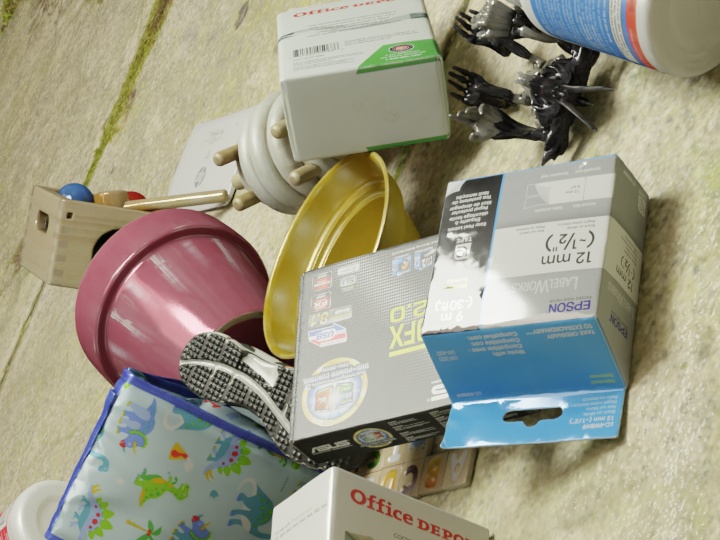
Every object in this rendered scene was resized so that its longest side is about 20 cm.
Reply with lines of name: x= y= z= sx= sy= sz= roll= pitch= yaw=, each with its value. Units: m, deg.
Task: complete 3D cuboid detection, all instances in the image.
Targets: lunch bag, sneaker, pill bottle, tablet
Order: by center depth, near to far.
pill bottle: x=0.187 y=-0.220 z=1.328 sx=0.200 sy=0.112 sz=0.113 roll=28 pitch=93 yaw=49
sneaker: x=-0.063 y=0.113 z=1.552 sx=0.200 sy=0.080 sz=0.074 roll=31 pitch=95 yaw=29
lunch bag: x=-0.159 y=0.197 z=1.577 sx=0.171 sy=0.200 sz=0.127 roll=-64 pitch=25 yaw=3
pill bottle: x=-0.380 y=0.327 z=1.998 sx=0.200 sy=0.112 sz=0.113 roll=-42 pitch=33 yaw=41
tablet: x=-0.182 y=-0.130 z=2.148 sx=0.200 sy=0.014 sz=0.131 roll=-7 pitch=61 yaw=62

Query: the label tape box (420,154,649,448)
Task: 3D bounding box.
label tape box: x=0.123 y=0.023 z=1.279 sx=0.143 sy=0.066 sz=0.201 roll=-8 pitch=55 yaw=32

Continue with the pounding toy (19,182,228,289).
pounding toy: x=-0.281 y=-0.048 z=2.091 sx=0.200 sy=0.183 sz=0.143 roll=-159 pitch=79 yaw=-65

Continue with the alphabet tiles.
alphabet tiles: x=0.047 y=0.114 z=1.475 sx=0.200 sy=0.008 sz=0.168 roll=-25 pitch=46 yaw=54

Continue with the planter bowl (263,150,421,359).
planter bowl: x=0.000 y=0.000 z=1.582 sx=0.200 sy=0.083 sz=0.201 roll=-45 pitch=31 yaw=38

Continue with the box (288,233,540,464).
box: x=0.042 y=0.054 z=1.388 sx=0.199 sy=0.044 sz=0.161 roll=-15 pitch=52 yaw=26

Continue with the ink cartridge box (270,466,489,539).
ink cartridge box: x=0.011 y=0.259 z=1.246 sx=0.084 sy=0.145 sz=0.201 roll=-41 pitch=35 yaw=41

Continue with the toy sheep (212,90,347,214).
toy sheep: x=-0.067 y=-0.117 z=1.766 sx=0.200 sy=0.138 sz=0.138 roll=-14 pitch=54 yaw=44

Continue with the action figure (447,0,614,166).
action figure: x=0.126 y=-0.157 z=1.457 sx=0.200 sy=0.102 sz=0.119 roll=-144 pitch=67 yaw=-65

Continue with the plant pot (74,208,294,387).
plant pot: x=-0.153 y=0.061 z=1.724 sx=0.179 sy=0.200 sz=0.201 roll=35 pitch=99 yaw=49

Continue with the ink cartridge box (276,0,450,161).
ink cartridge box: x=0.000 y=-0.183 z=1.632 sx=0.200 sy=0.146 sz=0.083 roll=-96 pitch=-4 yaw=-64
